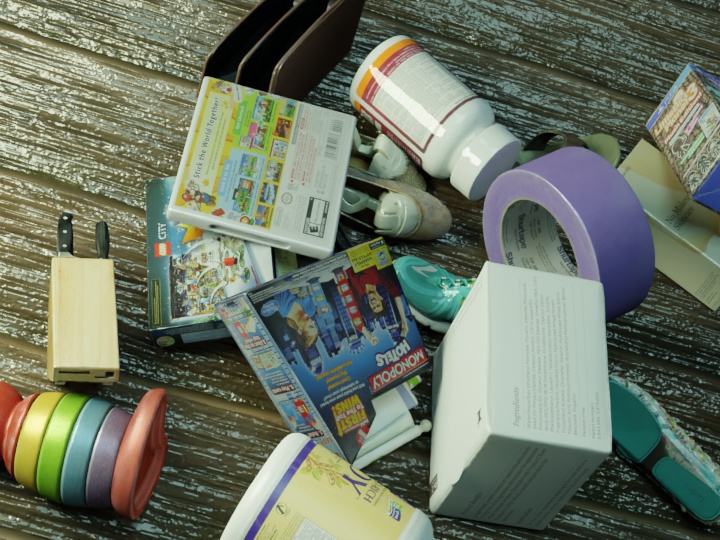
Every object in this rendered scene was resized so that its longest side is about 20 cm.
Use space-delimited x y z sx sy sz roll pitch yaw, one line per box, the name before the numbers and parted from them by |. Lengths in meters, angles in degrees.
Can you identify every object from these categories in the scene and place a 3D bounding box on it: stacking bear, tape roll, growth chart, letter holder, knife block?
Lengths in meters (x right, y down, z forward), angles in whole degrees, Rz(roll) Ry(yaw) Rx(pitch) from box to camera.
stacking bear | -0.297 0.163 1.342 0.198 0.122 0.114 14 48 4
tape roll | 0.229 -0.030 1.554 0.084 0.201 0.201 -22 66 -28
growth chart | -0.005 0.108 1.490 0.144 0.018 0.201 -20 74 -24
letter holder | -0.089 -0.281 1.659 0.100 0.143 0.200 35 56 8
knife block | -0.280 0.024 1.396 0.063 0.200 0.178 1 87 -15

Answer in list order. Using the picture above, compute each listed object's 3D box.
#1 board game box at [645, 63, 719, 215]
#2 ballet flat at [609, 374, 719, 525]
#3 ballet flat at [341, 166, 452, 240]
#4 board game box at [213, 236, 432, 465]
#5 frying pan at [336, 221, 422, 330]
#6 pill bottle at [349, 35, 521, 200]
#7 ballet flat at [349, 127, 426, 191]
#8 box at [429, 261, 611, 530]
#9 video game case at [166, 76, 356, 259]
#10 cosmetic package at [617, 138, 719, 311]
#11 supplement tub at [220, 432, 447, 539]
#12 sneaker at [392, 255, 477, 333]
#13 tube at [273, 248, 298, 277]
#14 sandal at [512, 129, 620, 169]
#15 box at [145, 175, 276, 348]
board game box | 0.458 -0.139 1.684 0.158 0.097 0.201 25 26 -18
ballet flat | 0.334 0.195 1.532 0.200 0.076 0.064 50 28 12
ballet flat | 0.008 -0.075 1.595 0.198 0.069 0.067 19 24 2
board game box | -0.026 0.092 1.427 0.199 0.061 0.202 -22 93 -41
frying pan | 0.017 0.002 1.580 0.114 0.031 0.192 4 60 -15
pill bottle | 0.090 -0.180 1.656 0.109 0.110 0.200 -35 67 -31
ballet flat | -0.010 -0.141 1.633 0.198 0.076 0.068 21 54 -2
box | 0.159 0.132 1.430 0.129 0.199 0.202 10 56 -10
video game case | -0.104 -0.114 1.526 0.180 0.023 0.201 14 53 -7
cosmetic package | 0.388 -0.057 1.695 0.199 0.071 0.105 37 55 9
supplement tub | -0.020 0.265 1.327 0.199 0.146 0.146 32 55 6
sneaker | 0.124 0.029 1.548 0.198 0.080 0.078 23 51 -10
tube | -0.103 -0.039 1.561 0.058 0.052 0.202 26 41 -46
sandal | 0.229 -0.137 1.704 0.199 0.058 0.080 -6 55 -14
box | -0.161 -0.019 1.503 0.135 0.038 0.202 -8 56 2
